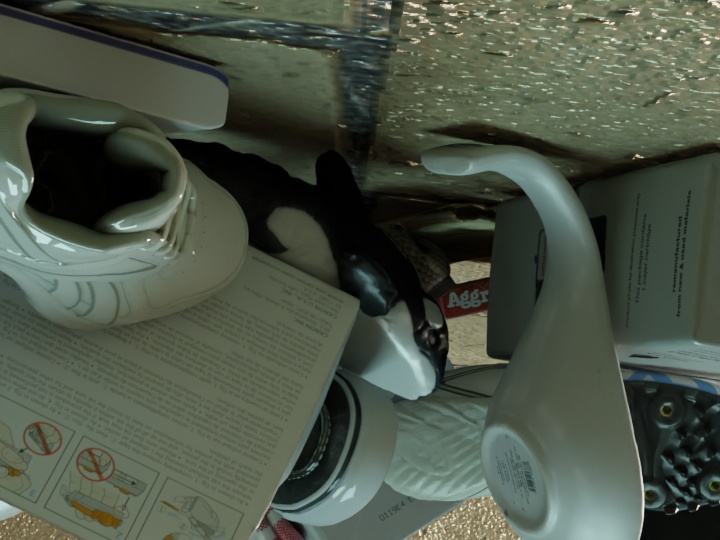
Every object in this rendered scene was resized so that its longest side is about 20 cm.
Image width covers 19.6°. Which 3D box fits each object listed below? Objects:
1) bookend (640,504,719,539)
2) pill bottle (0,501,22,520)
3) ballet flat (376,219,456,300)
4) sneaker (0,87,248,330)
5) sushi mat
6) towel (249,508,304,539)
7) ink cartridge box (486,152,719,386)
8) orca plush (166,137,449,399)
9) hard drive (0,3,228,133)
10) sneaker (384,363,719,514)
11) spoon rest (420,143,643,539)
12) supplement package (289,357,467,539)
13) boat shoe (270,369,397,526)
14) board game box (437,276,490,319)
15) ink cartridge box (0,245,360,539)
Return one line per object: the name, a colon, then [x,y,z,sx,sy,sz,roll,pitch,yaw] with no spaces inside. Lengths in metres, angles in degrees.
bookend: [0.201,0.098,1.179,0.092,0.201,0.199,4,172,19]
pill bottle: [-0.173,0.062,1.050,0.114,0.115,0.200,2,-170,30]
ballet flat: [0.000,0.000,1.114,0.067,0.046,0.200,-31,-174,-12]
sneaker: [-0.093,-0.021,0.776,0.099,0.078,0.200,-2,171,33]
sushi mat: [0.046,-0.018,1.142,0.095,0.012,0.200,10,172,-24]
towel: [-0.093,0.096,1.194,0.030,0.200,0.146,-32,168,-10]
ink cartridge box: [0.164,0.008,0.954,0.146,0.083,0.200,10,173,-21]
orca plush: [-0.035,-0.024,0.940,0.200,0.071,0.105,28,150,-5]
hard drive: [-0.166,-0.074,0.823,0.132,0.025,0.200,12,171,-43]
sneaker: [0.100,0.072,0.982,0.199,0.072,0.072,-2,-158,28]
spoon rest: [0.080,0.037,0.901,0.060,0.201,0.099,-21,-164,-27]
supplement package: [-0.014,0.086,1.197,0.114,0.110,0.200,-31,-171,-11]
boat shoe: [-0.054,0.068,0.967,0.071,0.072,0.200,25,173,-27]
board game box: [0.073,0.013,1.181,0.103,0.020,0.200,-11,179,-11]
ink cartridge box: [-0.105,0.058,0.846,0.162,0.200,0.050,26,142,-1]
